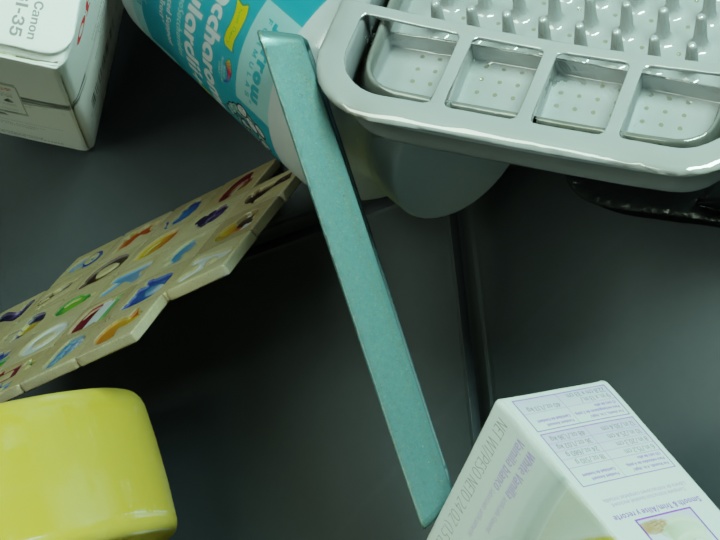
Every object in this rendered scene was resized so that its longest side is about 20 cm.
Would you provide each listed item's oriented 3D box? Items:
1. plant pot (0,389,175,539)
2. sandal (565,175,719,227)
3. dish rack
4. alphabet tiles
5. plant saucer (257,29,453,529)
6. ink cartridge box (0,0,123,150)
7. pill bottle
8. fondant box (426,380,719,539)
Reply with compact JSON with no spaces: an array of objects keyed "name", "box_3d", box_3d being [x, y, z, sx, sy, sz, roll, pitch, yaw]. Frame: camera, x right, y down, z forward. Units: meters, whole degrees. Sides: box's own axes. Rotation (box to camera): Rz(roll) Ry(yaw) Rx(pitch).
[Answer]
[{"name":"plant pot","box_3d":[-0.165,0.171,0.906,0.201,0.201,0.189,-23,80,31]},{"name":"sandal","box_3d":[0.158,-0.045,0.805,0.200,0.048,0.075,3,78,39]},{"name":"dish rack","box_3d":[0.090,-0.112,0.820,0.172,0.044,0.200,11,57,17]},{"name":"alphabet tiles","box_3d":[-0.117,0.011,0.956,0.200,0.166,0.006,-24,107,31]},{"name":"plant saucer","box_3d":[0.000,0.000,0.820,0.019,0.070,0.200,-17,94,2]},{"name":"ink cartridge box","box_3d":[-0.155,-0.151,0.983,0.083,0.200,0.147,12,82,-2]},{"name":"pill bottle","box_3d":[-0.016,-0.105,0.918,0.200,0.111,0.111,43,104,38]},{"name":"fondant box","box_3d":[0.098,0.160,0.757,0.200,0.058,0.144,50,132,35]}]
